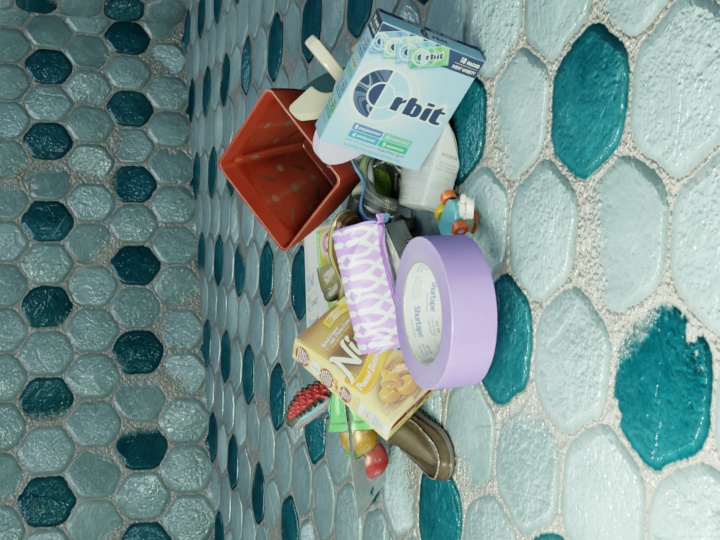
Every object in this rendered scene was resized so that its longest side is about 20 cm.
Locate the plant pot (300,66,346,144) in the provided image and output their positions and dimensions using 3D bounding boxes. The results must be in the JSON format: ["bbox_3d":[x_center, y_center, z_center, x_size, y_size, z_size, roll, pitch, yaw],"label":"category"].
[{"bbox_3d":[-0.050,-0.284,1.868,0.200,0.133,0.203,-179,90,-71],"label":"plant pot"}]

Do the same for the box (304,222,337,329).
[{"bbox_3d":[-0.026,0.023,1.775,0.101,0.112,0.202,-12,76,46],"label":"box"}]

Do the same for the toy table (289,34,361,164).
[{"bbox_3d":[-0.015,-0.272,1.536,0.117,0.199,0.184,50,173,32],"label":"toy table"}]

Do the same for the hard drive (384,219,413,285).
[{"bbox_3d":[0.075,0.043,1.538,0.140,0.037,0.201,-112,12,-48],"label":"hard drive"}]

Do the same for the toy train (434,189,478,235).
[{"bbox_3d":[0.148,-0.011,1.394,0.150,0.055,0.202,-150,59,-68],"label":"toy train"}]

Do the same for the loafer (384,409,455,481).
[{"bbox_3d":[0.069,0.254,1.538,0.200,0.070,0.074,42,131,44],"label":"loafer"}]

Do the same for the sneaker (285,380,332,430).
[{"bbox_3d":[-0.039,0.232,1.752,0.079,0.199,0.096,8,124,56],"label":"sneaker"}]

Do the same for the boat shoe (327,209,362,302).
[{"bbox_3d":[0.000,0.001,1.570,0.067,0.072,0.202,25,132,44],"label":"boat shoe"}]

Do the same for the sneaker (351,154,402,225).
[{"bbox_3d":[0.032,-0.159,1.582,0.083,0.070,0.201,-48,38,42],"label":"sneaker"}]

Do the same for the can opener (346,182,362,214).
[{"bbox_3d":[-0.001,-0.135,1.840,0.067,0.052,0.201,-123,35,-43],"label":"can opener"}]

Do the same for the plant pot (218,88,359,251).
[{"bbox_3d":[-0.087,-0.187,1.716,0.200,0.176,0.200,52,131,11],"label":"plant pot"}]

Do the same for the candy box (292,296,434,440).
[{"bbox_3d":[0.007,0.145,1.522,0.200,0.115,0.056,40,146,17],"label":"candy box"}]

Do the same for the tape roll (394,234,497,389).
[{"bbox_3d":[0.109,0.055,1.334,0.200,0.065,0.203,177,90,-72],"label":"tape roll"}]

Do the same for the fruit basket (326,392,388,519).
[{"bbox_3d":[0.001,0.284,1.667,0.185,0.093,0.202,-29,-63,-72],"label":"fruit basket"}]

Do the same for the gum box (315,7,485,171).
[{"bbox_3d":[0.054,-0.250,1.429,0.201,0.168,0.045,-58,31,32],"label":"gum box"}]

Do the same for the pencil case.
[{"bbox_3d":[0.018,0.025,1.475,0.085,0.084,0.202,-16,89,34],"label":"pencil case"}]

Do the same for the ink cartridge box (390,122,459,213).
[{"bbox_3d":[0.110,-0.192,1.550,0.202,0.057,0.162,-70,19,0],"label":"ink cartridge box"}]

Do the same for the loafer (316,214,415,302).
[{"bbox_3d":[0.003,-0.029,1.653,0.068,0.200,0.076,51,-169,6],"label":"loafer"}]
